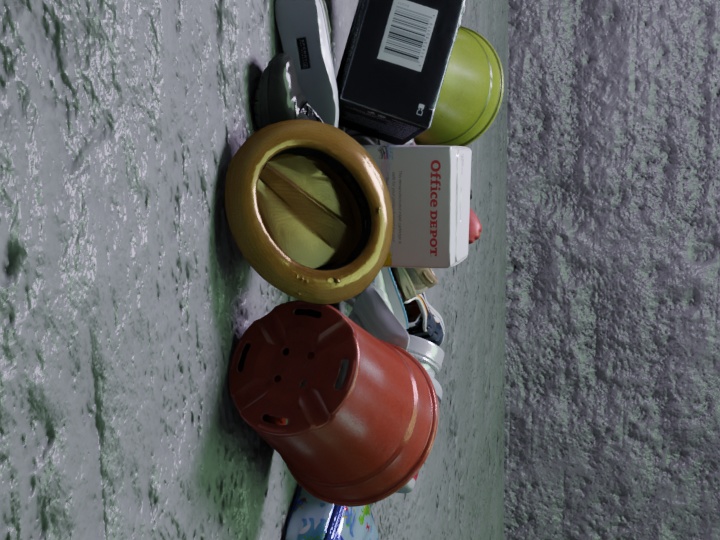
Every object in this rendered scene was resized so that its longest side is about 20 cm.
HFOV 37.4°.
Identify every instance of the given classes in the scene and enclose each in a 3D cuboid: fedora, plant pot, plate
[{"bbox_3d":[-0.062,-0.059,1.127,0.082,0.200,0.202,-14,-111,60],"label":"fedora"},{"bbox_3d":[-0.036,0.136,1.164,0.195,0.199,0.202,50,43,-58],"label":"plant pot"},{"bbox_3d":[0.090,-0.291,1.607,0.193,0.199,0.202,3,89,-63],"label":"plant pot"},{"bbox_3d":[-0.001,0.139,1.374,0.200,0.032,0.201,-127,-129,-67],"label":"plate"}]

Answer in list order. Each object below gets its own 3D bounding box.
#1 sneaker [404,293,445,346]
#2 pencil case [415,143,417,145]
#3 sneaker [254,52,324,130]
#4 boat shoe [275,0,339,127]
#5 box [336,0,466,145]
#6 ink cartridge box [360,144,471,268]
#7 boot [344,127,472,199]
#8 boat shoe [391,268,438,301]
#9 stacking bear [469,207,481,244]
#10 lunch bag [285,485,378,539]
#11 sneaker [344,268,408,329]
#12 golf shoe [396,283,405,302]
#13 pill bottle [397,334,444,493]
[{"bbox_3d":[0.092,0.088,1.841,0.200,0.078,0.080,62,27,-42],"label":"sneaker"},{"bbox_3d":[0.046,-0.175,1.601,0.200,0.086,0.083,39,66,-75],"label":"pencil case"},{"bbox_3d":[-0.063,-0.145,1.187,0.076,0.090,0.201,-62,150,-55],"label":"sneaker"},{"bbox_3d":[-0.057,-0.233,1.246,0.070,0.070,0.201,-38,122,-67],"label":"boat shoe"},{"bbox_3d":[0.043,-0.274,1.327,0.200,0.117,0.198,180,-74,-83],"label":"box"},{"bbox_3d":[0.032,-0.084,1.339,0.145,0.199,0.148,-24,116,-73],"label":"ink cartridge box"},{"bbox_3d":[0.064,-0.167,1.462,0.068,0.199,0.131,82,20,-69],"label":"boot"},{"bbox_3d":[0.062,-0.041,1.506,0.200,0.064,0.071,67,0,-48],"label":"boat shoe"},{"bbox_3d":[0.098,-0.099,1.580,0.114,0.121,0.200,60,3,21],"label":"stacking bear"},{"bbox_3d":[-0.036,0.365,1.387,0.161,0.082,0.201,-67,154,-47],"label":"lunch bag"},{"bbox_3d":[0.000,0.000,1.475,0.077,0.080,0.201,-94,163,-84],"label":"sneaker"},{"bbox_3d":[0.031,-0.029,1.584,0.201,0.088,0.077,58,-12,-29],"label":"golf shoe"},{"bbox_3d":[0.049,0.194,1.461,0.111,0.110,0.201,63,43,-62],"label":"pill bottle"}]
